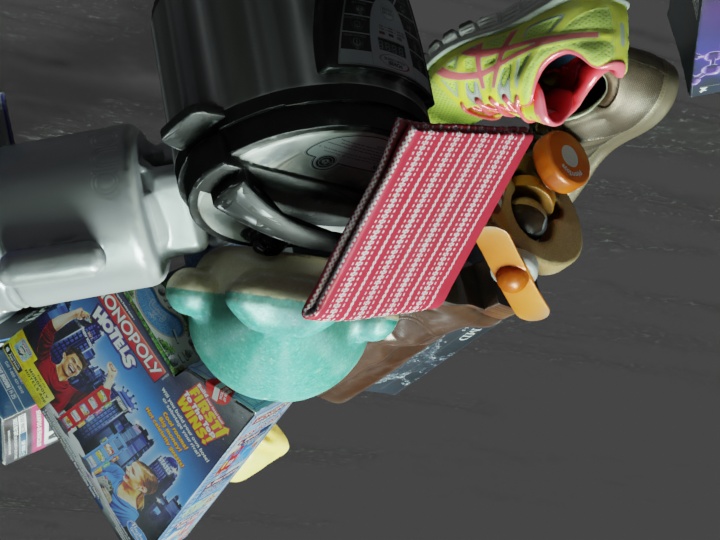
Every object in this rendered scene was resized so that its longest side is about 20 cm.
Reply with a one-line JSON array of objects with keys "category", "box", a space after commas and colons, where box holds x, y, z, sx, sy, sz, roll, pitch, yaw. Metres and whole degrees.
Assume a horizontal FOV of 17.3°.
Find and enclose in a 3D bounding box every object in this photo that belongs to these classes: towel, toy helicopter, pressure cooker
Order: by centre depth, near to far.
[{"category": "towel", "box": [0.038, -0.034, 1.525, 0.145, 0.022, 0.200, -62, 159, 14]}, {"category": "pressure cooker", "box": [-0.041, -0.104, 1.553, 0.176, 0.200, 0.179, -10, 154, -1]}, {"category": "toy helicopter", "box": [0.085, -0.040, 1.702, 0.200, 0.132, 0.079, 12, 150, -40]}]

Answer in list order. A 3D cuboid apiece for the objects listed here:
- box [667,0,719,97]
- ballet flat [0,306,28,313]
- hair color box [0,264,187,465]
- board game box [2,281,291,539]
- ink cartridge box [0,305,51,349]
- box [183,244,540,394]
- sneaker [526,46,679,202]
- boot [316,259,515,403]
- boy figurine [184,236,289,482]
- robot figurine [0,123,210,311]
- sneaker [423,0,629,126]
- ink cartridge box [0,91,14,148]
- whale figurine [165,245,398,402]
[{"category": "box", "box": [0.322, -0.201, 1.641, 0.200, 0.079, 0.141, -11, 157, -1]}, {"category": "ballet flat", "box": [-0.210, -0.035, 1.733, 0.200, 0.072, 0.072, -31, 171, -40]}, {"category": "hair color box", "box": [-0.217, 0.078, 1.950, 0.200, 0.061, 0.100, -25, 159, -18]}, {"category": "board game box", "box": [-0.144, 0.090, 1.747, 0.200, 0.200, 0.062, -34, 177, 41]}, {"category": "ink cartridge box", "box": [-0.287, 0.027, 1.845, 0.198, 0.043, 0.200, -32, 167, 38]}, {"category": "box", "box": [0.000, 0.000, 1.882, 0.200, 0.118, 0.197, 9, 148, -37]}, {"category": "sneaker", "box": [0.154, -0.111, 1.794, 0.075, 0.070, 0.200, 24, 137, -23]}, {"category": "boot", "box": [-0.002, 0.036, 1.762, 0.200, 0.064, 0.186, -25, 148, 33]}, {"category": "boy figurine", "box": [-0.092, 0.061, 1.785, 0.064, 0.200, 0.124, -16, -169, -38]}, {"category": "robot figurine", "box": [-0.204, -0.036, 1.623, 0.200, 0.170, 0.113, -11, 112, 5]}, {"category": "sneaker", "box": [0.112, -0.135, 1.676, 0.078, 0.090, 0.200, 11, 149, -41]}, {"category": "ink cartridge box", "box": [-0.341, -0.056, 1.676, 0.200, 0.043, 0.198, -23, 158, -13]}, {"category": "whale figurine", "box": [-0.055, 0.039, 1.600, 0.159, 0.104, 0.200, 8, 179, -4]}]
